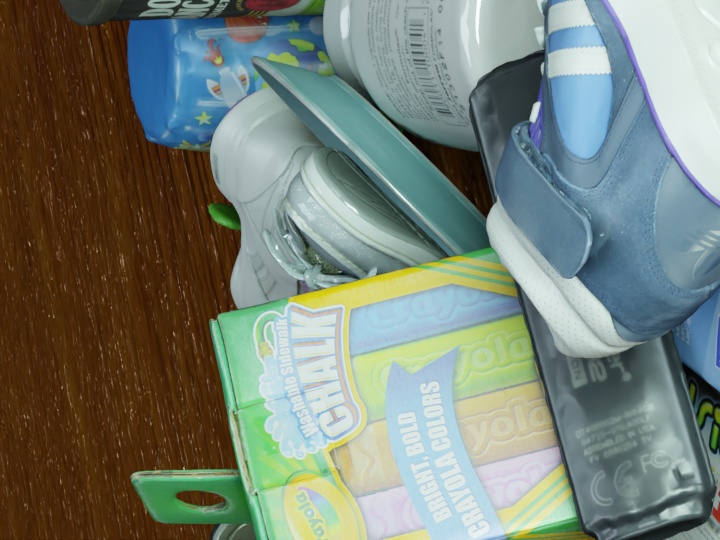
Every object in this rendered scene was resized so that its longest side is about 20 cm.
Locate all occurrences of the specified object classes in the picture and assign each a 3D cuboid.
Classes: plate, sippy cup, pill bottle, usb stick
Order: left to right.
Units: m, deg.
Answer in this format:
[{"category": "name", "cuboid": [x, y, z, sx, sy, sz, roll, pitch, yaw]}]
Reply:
[{"category": "sippy cup", "cuboid": [-0.055, -0.118, 1.430, 0.140, 0.130, 0.179, 147, 117, -67]}, {"category": "plate", "cuboid": [0.026, -0.037, 1.231, 0.026, 0.200, 0.200, -46, 29, -1]}, {"category": "pill bottle", "cuboid": [0.059, -0.109, 1.157, 0.200, 0.114, 0.115, -165, 73, -68]}, {"category": "usb stick", "cuboid": [0.087, 0.007, 0.994, 0.033, 0.055, 0.201, 37, -144, -62]}]

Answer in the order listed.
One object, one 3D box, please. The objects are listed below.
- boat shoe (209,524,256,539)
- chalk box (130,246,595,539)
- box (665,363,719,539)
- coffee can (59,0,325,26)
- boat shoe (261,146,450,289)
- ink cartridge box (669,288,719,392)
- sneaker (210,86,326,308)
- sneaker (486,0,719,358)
[{"category": "boat shoe", "cuboid": [-0.026, 0.183, 1.373, 0.199, 0.075, 0.066, 47, 176, -34]}, {"category": "chalk box", "cuboid": [0.010, 0.080, 1.058, 0.125, 0.199, 0.124, 75, 180, -68]}, {"category": "box", "cuboid": [0.156, 0.102, 1.049, 0.200, 0.035, 0.110, -127, 39, -55]}, {"category": "coffee can", "cuboid": [-0.046, -0.198, 1.296, 0.146, 0.199, 0.147, 176, 90, -69]}, {"category": "boat shoe", "cuboid": [-0.001, -0.001, 1.176, 0.074, 0.065, 0.202, 44, 179, 12]}, {"category": "ink cartridge box", "cuboid": [0.155, -0.030, 0.978, 0.200, 0.076, 0.137, -136, 46, -62]}, {"category": "sneaker", "cuboid": [-0.024, -0.003, 1.395, 0.100, 0.075, 0.200, 43, 162, 37]}, {"category": "sneaker", "cuboid": [0.079, -0.068, 0.938, 0.146, 0.080, 0.201, -46, 48, 42]}]
